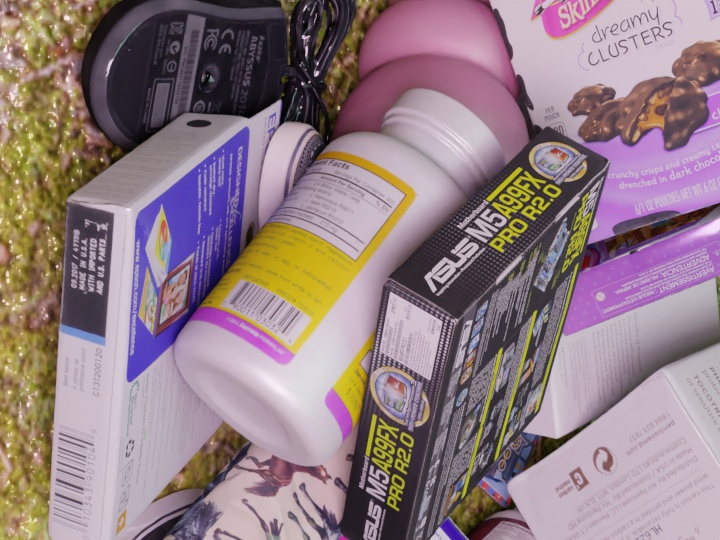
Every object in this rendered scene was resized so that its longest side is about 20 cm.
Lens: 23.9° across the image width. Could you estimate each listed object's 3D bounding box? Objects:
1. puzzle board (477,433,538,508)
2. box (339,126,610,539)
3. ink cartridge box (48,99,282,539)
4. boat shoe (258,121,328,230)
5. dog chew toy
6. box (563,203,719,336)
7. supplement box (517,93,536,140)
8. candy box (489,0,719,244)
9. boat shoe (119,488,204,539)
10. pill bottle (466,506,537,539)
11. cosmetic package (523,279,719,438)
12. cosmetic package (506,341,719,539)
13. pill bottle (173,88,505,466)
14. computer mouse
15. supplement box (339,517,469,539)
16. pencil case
[{"bbox_3d":[0.109,0.051,1.236,0.151,0.017,0.201,43,65,-41],"label":"puzzle board"},{"bbox_3d":[0.060,0.045,0.918,0.160,0.044,0.201,-44,154,-40],"label":"box"},{"bbox_3d":[-0.105,0.021,0.934,0.200,0.043,0.200,-45,146,-61],"label":"ink cartridge box"},{"bbox_3d":[0.000,0.000,1.021,0.201,0.092,0.075,80,29,-43],"label":"boat shoe"},{"bbox_3d":[0.049,-0.117,1.074,0.124,0.124,0.202,37,50,-43],"label":"dog chew toy"},{"bbox_3d":[0.202,-0.025,1.166,0.039,0.136,0.200,65,17,-10],"label":"box"},{"bbox_3d":[0.195,-0.131,1.143,0.101,0.199,0.104,31,46,-44],"label":"supplement box"},{"bbox_3d":[0.177,-0.136,1.014,0.071,0.167,0.202,-23,93,-52],"label":"candy box"},{"bbox_3d":[-0.131,0.202,0.969,0.200,0.067,0.072,-39,122,-35],"label":"boat shoe"},{"bbox_3d":[0.099,0.236,1.182,0.200,0.109,0.111,-35,119,-42],"label":"pill bottle"},{"bbox_3d":[0.159,0.049,1.205,0.199,0.101,0.072,-20,109,-43],"label":"cosmetic package"},{"bbox_3d":[0.243,0.152,1.157,0.199,0.167,0.167,-17,70,-48],"label":"cosmetic package"},{"bbox_3d":[-0.004,-0.002,0.915,0.201,0.104,0.105,-52,129,-21],"label":"pill bottle"},{"bbox_3d":[-0.092,-0.112,0.977,0.199,0.052,0.140,-2,112,-51],"label":"computer mouse"},{"bbox_3d":[-0.020,0.235,1.054,0.201,0.100,0.103,-64,147,-18],"label":"supplement box"},{"bbox_3d":[-0.041,0.137,0.967,0.090,0.078,0.200,51,51,-10],"label":"pencil case"}]
